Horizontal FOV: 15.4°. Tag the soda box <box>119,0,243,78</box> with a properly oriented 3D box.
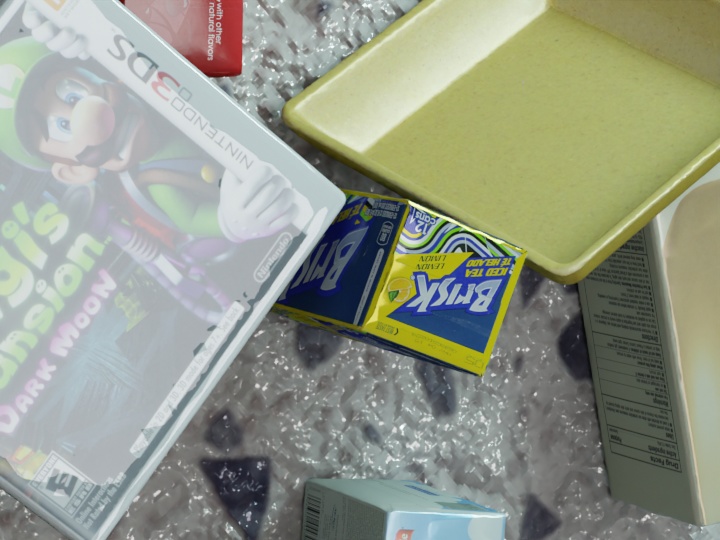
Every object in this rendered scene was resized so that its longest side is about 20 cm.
[{"bbox_3d":[-0.094,-0.194,1.288,0.063,0.070,0.201,0,94,-24],"label":"soda box"}]

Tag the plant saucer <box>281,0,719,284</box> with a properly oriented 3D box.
[{"bbox_3d":[0.097,-0.077,1.318,0.200,0.200,0.049,-39,139,-25],"label":"plant saucer"}]

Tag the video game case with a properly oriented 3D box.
[{"bbox_3d":[-0.129,-0.009,1.168,0.182,0.023,0.200,40,78,-20],"label":"video game case"}]

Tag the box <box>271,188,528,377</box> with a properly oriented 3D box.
[{"bbox_3d":[0.000,0.000,1.271,0.070,0.200,0.065,21,86,-23],"label":"box"}]

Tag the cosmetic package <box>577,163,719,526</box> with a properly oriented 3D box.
[{"bbox_3d":[0.169,0.024,1.397,0.071,0.105,0.201,-13,100,-21],"label":"cosmetic package"}]

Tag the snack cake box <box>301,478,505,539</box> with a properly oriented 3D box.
[{"bbox_3d":[0.014,0.211,1.338,0.067,0.115,0.201,4,93,-23],"label":"snack cake box"}]

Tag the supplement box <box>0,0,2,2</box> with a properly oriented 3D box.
[{"bbox_3d":[-0.224,-0.009,1.213,0.199,0.133,0.198,-23,102,-19],"label":"supplement box"}]
